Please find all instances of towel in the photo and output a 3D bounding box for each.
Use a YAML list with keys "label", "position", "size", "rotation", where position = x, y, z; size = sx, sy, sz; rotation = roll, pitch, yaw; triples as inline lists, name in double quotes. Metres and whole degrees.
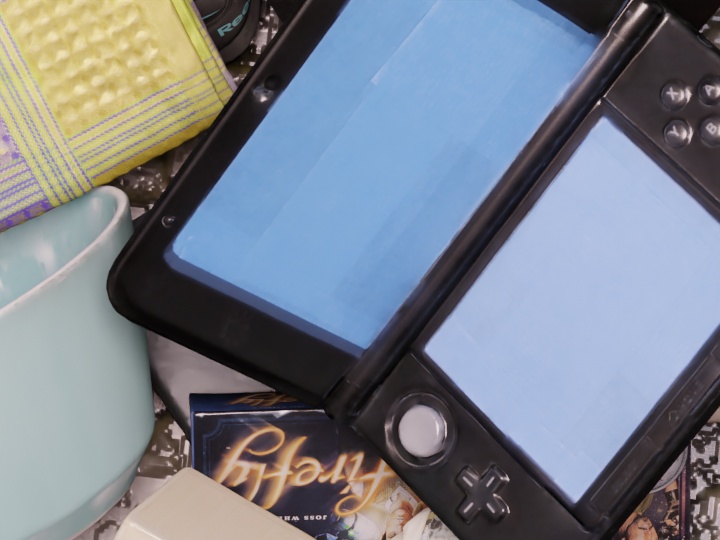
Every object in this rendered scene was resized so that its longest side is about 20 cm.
- label: "towel"
  position: [-0.159, -0.083, 1.053]
  size: [0.200, 0.023, 0.144]
  rotation: [-28, 108, -3]

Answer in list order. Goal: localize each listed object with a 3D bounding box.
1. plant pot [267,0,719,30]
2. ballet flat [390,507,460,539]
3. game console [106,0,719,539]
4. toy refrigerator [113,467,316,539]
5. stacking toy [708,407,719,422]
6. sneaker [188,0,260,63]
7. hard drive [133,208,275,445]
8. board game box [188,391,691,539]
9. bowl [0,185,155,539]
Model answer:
- label: "plant pot"
  position: [0.046, -0.158, 1.048]
  size: [0.199, 0.200, 0.178]
  rotation: [-20, 84, -8]
- label: "ballet flat"
  position: [0.020, 0.151, 1.044]
  size: [0.072, 0.072, 0.200]
  rotation: [14, 99, 1]
- label: "game console"
  position: [0.043, -0.007, 0.943]
  size: [0.176, 0.116, 0.200]
  rotation: [46, 110, 25]
- label: "toy refrigerator"
  position: [-0.091, 0.185, 1.044]
  size: [0.070, 0.076, 0.200]
  rotation: [29, 107, 7]
- label: "stacking toy"
  position: [0.163, -0.042, 1.074]
  size: [0.146, 0.146, 0.200]
  rotation: [50, 46, 5]
- label: "sneaker"
  position: [-0.141, -0.132, 1.115]
  size: [0.200, 0.079, 0.075]
  rotation: [7, 84, 2]
- label: "hard drive"
  position: [0.000, 0.000, 1.123]
  size: [0.200, 0.033, 0.140]
  rotation: [-33, 85, -4]
- label: "board game box"
  position: [0.032, 0.115, 1.086]
  size: [0.200, 0.035, 0.136]
  rotation: [-2, 102, -4]
- label: "bowl"
  position: [-0.161, 0.058, 1.052]
  size: [0.201, 0.201, 0.105]
  rotation: [-25, 104, -3]
